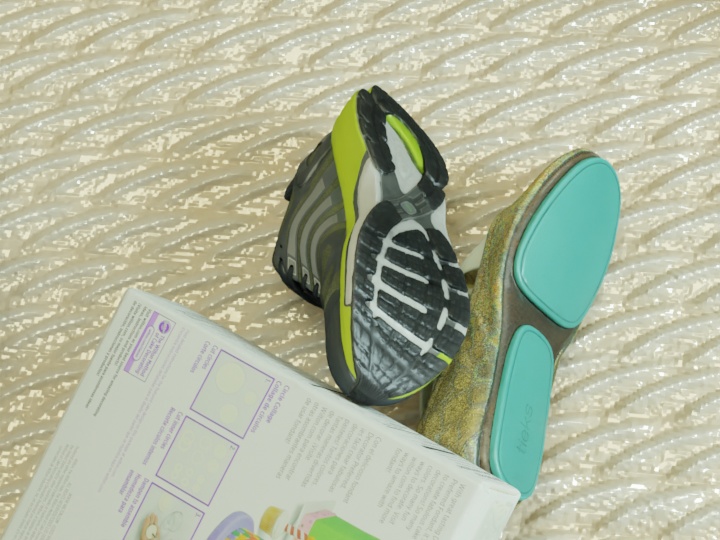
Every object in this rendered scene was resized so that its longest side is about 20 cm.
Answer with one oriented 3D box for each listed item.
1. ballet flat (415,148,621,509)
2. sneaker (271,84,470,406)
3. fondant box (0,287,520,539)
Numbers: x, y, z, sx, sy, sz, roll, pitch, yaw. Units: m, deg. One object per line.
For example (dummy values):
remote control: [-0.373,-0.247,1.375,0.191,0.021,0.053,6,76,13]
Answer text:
ballet flat: [0.068,0.026,1.292,0.071,0.071,0.200,10,60,15]
sneaker: [0.000,0.000,1.294,0.081,0.074,0.200,-43,26,28]
fondant box: [-0.049,0.116,1.227,0.200,0.058,0.144,28,92,24]
